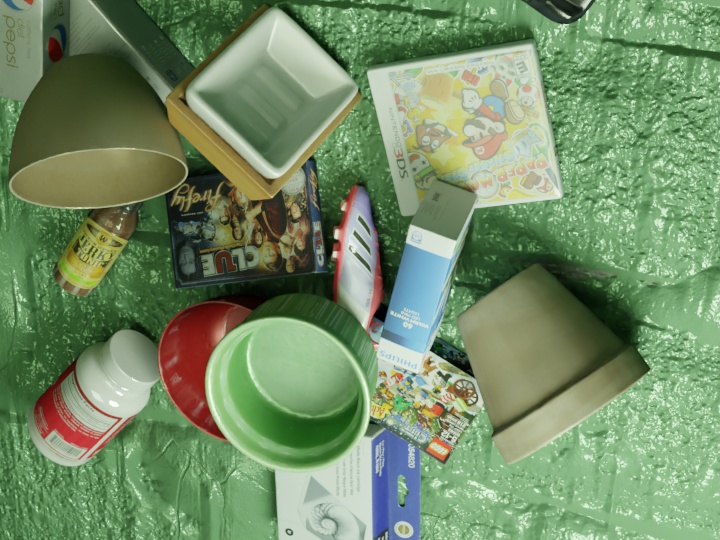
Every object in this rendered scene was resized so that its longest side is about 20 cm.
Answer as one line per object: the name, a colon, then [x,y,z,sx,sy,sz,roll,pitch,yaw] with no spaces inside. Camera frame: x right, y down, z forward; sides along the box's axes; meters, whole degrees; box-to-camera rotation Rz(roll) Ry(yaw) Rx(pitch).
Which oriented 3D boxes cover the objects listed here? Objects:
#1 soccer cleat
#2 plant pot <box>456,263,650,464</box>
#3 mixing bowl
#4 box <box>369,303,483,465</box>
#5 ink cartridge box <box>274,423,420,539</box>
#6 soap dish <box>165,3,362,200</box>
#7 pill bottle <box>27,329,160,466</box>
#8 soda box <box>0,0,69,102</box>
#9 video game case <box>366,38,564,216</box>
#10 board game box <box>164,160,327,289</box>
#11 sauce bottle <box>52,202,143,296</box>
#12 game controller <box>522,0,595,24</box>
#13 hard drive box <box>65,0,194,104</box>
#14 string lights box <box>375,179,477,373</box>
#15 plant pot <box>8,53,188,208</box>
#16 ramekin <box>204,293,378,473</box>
soccer cleat: [0.000,0.000,1.598,0.076,0.067,0.202,7,95,-4]
plant pot: [0.204,0.096,1.527,0.200,0.199,0.174,-38,81,31]
mixing bowl: [-0.147,0.107,1.693,0.198,0.109,0.202,8,117,16]
box: [0.056,0.138,1.673,0.199,0.038,0.137,31,121,4]
ink cartridge box: [-0.019,0.291,1.775,0.198,0.041,0.202,7,117,17]
soap dish: [-0.110,-0.186,1.494,0.157,0.200,0.081,43,143,-5]
pill bottle: [-0.356,0.170,1.800,0.112,0.112,0.200,45,121,-5]
soda box: [-0.377,-0.296,1.519,0.067,0.064,0.202,14,118,13]
video game case: [0.119,-0.158,1.513,0.198,0.023,0.184,-6,113,23]
board game box: [-0.142,-0.054,1.627,0.198,0.035,0.137,-7,90,23]
sauce bottle: [-0.328,-0.052,1.709,0.065,0.065,0.200,38,122,-1]
game controller: [0.233,-0.351,1.373,0.104,0.042,0.201,29,123,-12]
hard drive box: [-0.321,-0.255,1.600,0.155,0.077,0.200,-37,99,31]
string lights box: [0.076,0.008,1.550,0.058,0.103,0.201,19,128,8]
plant pot: [-0.300,-0.165,1.500,0.198,0.200,0.136,-15,75,26]
ramekin: [-0.074,0.125,1.557,0.198,0.098,0.202,6,114,13]
